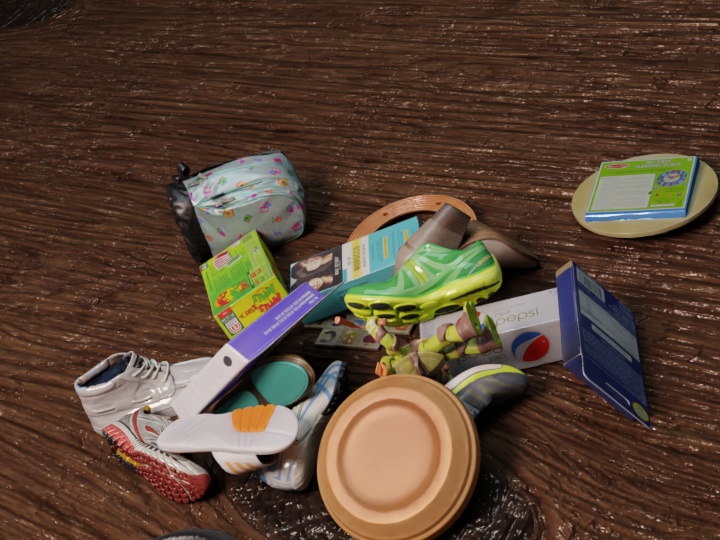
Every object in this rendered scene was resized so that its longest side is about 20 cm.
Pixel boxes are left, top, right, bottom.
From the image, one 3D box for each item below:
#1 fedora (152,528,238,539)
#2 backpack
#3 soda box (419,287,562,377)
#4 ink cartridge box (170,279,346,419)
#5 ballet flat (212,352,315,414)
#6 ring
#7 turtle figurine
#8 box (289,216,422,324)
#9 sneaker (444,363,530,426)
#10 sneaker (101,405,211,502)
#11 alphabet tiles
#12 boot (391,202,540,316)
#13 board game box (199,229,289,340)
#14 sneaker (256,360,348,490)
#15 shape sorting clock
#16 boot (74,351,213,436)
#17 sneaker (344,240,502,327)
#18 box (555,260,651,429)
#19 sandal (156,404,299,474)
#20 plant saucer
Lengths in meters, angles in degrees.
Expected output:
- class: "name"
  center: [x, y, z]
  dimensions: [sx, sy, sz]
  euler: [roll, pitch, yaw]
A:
- class: "fedora"
  center: [-0.183, 0.375, 1.339]
  dimensions: [0.199, 0.092, 0.201]
  euler: [-13, 37, 10]
- class: "backpack"
  center: [-0.180, -0.095, 1.909]
  dimensions: [0.198, 0.167, 0.127]
  euler: [-19, 55, -2]
- class: "soda box"
  center: [0.176, 0.083, 1.557]
  dimensions: [0.198, 0.068, 0.064]
  euler: [-14, 36, 11]
- class: "ink cartridge box"
  center: [-0.130, 0.090, 1.588]
  dimensions: [0.200, 0.043, 0.198]
  euler: [-42, -1, 36]
- class: "ballet flat"
  center: [-0.112, 0.146, 1.573]
  dimensions: [0.200, 0.068, 0.072]
  euler: [-41, 0, 40]
- class: "ring"
  center: [0.074, -0.042, 1.802]
  dimensions: [0.199, 0.019, 0.201]
  euler: [-14, 37, 11]
- class: "turtle figurine"
  center: [0.074, 0.093, 1.469]
  dimensions: [0.160, 0.200, 0.065]
  euler: [-26, 42, 25]
- class: "box"
  center: [0.000, 0.000, 1.726]
  dimensions: [0.198, 0.049, 0.083]
  euler: [-21, 40, 16]
- class: "sneaker"
  center: [0.115, 0.178, 1.479]
  dimensions: [0.199, 0.074, 0.081]
  euler: [-24, 56, -6]
- class: "sneaker"
  center: [-0.249, 0.223, 1.581]
  dimensions: [0.082, 0.078, 0.199]
  euler: [-38, 40, -25]
- class: "alphabet tiles"
  center: [0.018, 0.038, 1.745]
  dimensions: [0.165, 0.006, 0.201]
  euler: [3, 42, 29]
- class: "boot"
  center: [0.131, 0.004, 1.658]
  dimensions: [0.147, 0.199, 0.070]
  euler: [-60, 30, 6]
- class: "board game box"
  center: [-0.166, 0.018, 1.779]
  dimensions: [0.101, 0.048, 0.200]
  euler: [-34, 24, 1]
- class: "sneaker"
  center: [-0.066, 0.184, 1.543]
  dimensions: [0.072, 0.072, 0.201]
  euler: [12, 46, 19]
- class: "shape sorting clock"
  center: [0.389, -0.103, 1.715]
  dimensions: [0.198, 0.039, 0.201]
  euler: [-15, 35, 11]
- class: "boot"
  center: [-0.281, 0.147, 1.677]
  dimensions: [0.199, 0.096, 0.074]
  euler: [-25, 36, -5]
- class: "sneaker"
  center: [0.076, 0.015, 1.566]
  dimensions: [0.198, 0.074, 0.084]
  euler: [-13, 59, -2]
- class: "box"
  center: [0.281, 0.091, 1.454]
  dimensions: [0.032, 0.121, 0.201]
  euler: [-39, 26, 29]
- class: "sandal"
  center: [-0.150, 0.207, 1.494]
  dimensions: [0.205, 0.060, 0.079]
  euler: [-6, 31, 34]
- class: "plant saucer"
  center: [0.037, 0.212, 1.412]
  dimensions: [0.198, 0.037, 0.202]
  euler: [-10, 66, 23]
